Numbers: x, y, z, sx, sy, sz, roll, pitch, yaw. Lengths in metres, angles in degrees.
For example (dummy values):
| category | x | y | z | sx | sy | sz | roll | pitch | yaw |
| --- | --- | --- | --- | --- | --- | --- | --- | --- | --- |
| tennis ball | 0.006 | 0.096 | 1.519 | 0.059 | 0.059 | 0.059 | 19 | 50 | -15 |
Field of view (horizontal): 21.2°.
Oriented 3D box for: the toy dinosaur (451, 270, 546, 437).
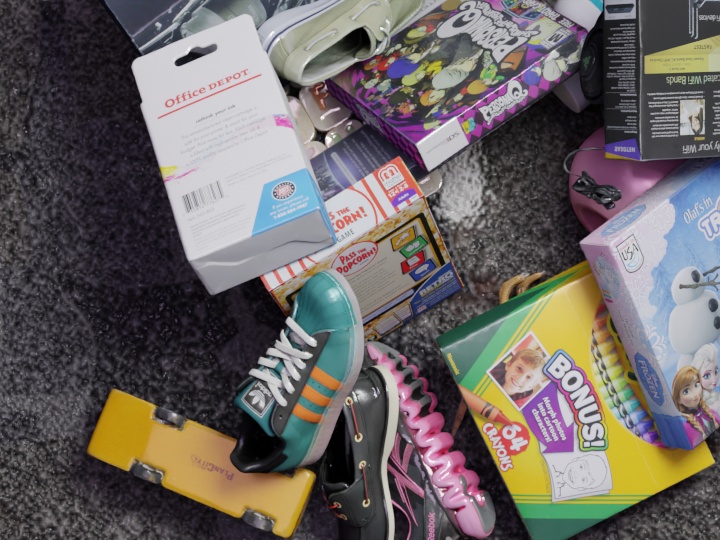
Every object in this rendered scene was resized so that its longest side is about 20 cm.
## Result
| category | x | y | z | sx | sy | sz | roll | pitch | yaw |
| --- | --- | --- | --- | --- | --- | --- | --- | --- | --- |
| toy dinosaur | 0.151 | 0.060 | 1.696 | 0.198 | 0.060 | 0.107 | -22 | 82 | 1 |

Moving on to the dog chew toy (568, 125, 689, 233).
| category | x | y | z | sx | sy | sz | roll | pitch | yaw |
| --- | --- | --- | --- | --- | --- | --- | --- | --- | --- |
| dog chew toy | 0.274 | -0.109 | 1.686 | 0.124 | 0.125 | 0.200 | 39 | 78 | 9 |

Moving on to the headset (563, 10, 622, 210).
| category | x | y | z | sx | sy | sz | roll | pitch | yaw |
| --- | --- | --- | --- | --- | --- | --- | --- | --- | --- |
| headset | 0.236 | -0.147 | 1.579 | 0.123 | 0.094 | 0.201 | 31 | 94 | -23 |

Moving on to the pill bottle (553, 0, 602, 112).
| category | x | y | z | sx | sy | sz | roll | pitch | yaw |
| --- | --- | --- | --- | --- | --- | --- | --- | --- | --- |
| pill bottle | 0.247 | -0.230 | 1.707 | 0.200 | 0.111 | 0.111 | -40 | 80 | -3 |

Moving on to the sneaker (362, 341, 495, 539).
| category | x | y | z | sx | sy | sz | roll | pitch | yaw |
| --- | --- | --- | --- | --- | --- | --- | --- | --- | --- |
| sneaker | 0.035 | 0.161 | 1.689 | 0.095 | 0.079 | 0.201 | -33 | 75 | 20 |

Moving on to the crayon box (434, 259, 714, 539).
| category | x | y | z | sx | sy | sz | roll | pitch | yaw |
| --- | --- | --- | --- | --- | --- | --- | --- | --- | --- |
| crayon box | 0.184 | 0.112 | 1.657 | 0.171 | 0.058 | 0.201 | -27 | 99 | 0 |

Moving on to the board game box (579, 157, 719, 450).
| category | x | y | z | sx | sy | sz | roll | pitch | yaw |
| --- | --- | --- | --- | --- | --- | --- | --- | --- | --- |
| board game box | 0.298 | 0.012 | 1.618 | 0.199 | 0.043 | 0.200 | -36 | 110 | -27 |

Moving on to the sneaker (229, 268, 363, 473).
| category | x | y | z | sx | sy | sz | roll | pitch | yaw |
| --- | --- | --- | --- | --- | --- | --- | --- | --- | --- |
| sneaker | -0.056 | 0.091 | 1.572 | 0.079 | 0.201 | 0.071 | -16 | 45 | -38 |

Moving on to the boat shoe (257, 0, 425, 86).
| category | x | y | z | sx | sy | sz | roll | pitch | yaw |
| --- | --- | --- | --- | --- | --- | --- | --- | --- | --- |
| boat shoe | -0.007 | -0.207 | 1.668 | 0.199 | 0.072 | 0.062 | -31 | 58 | -34 |

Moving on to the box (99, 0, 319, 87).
| category | x | y | z | sx | sy | sz | roll | pitch | yaw |
| --- | --- | --- | --- | --- | --- | --- | --- | --- | --- |
| box | -0.118 | -0.249 | 1.682 | 0.196 | 0.200 | 0.124 | -36 | 62 | -1 |

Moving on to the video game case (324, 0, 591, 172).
| category | x | y | z | sx | sy | sz | roll | pitch | yaw |
| --- | --- | --- | --- | --- | --- | --- | --- | --- | --- |
| video game case | 0.081 | -0.180 | 1.672 | 0.181 | 0.200 | 0.036 | -34 | 125 | -8 |

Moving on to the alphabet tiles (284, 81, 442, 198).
| category | x | y | z | sx | sy | sz | roll | pitch | yaw |
| --- | --- | --- | --- | --- | --- | --- | --- | --- | --- |
| alphabet tiles | -0.020 | -0.132 | 1.761 | 0.199 | 0.015 | 0.197 | -29 | 80 | 0 |

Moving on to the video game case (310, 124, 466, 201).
| category | x | y | z | sx | sy | sz | roll | pitch | yaw |
| --- | --- | --- | --- | --- | --- | --- | --- | --- | --- |
| video game case | -0.012 | -0.080 | 1.682 | 0.199 | 0.143 | 0.019 | -33 | 115 | 0 |

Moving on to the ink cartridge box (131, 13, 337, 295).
| category | x | y | z | sx | sy | sz | roll | pitch | yaw |
| --- | --- | --- | --- | --- | --- | --- | --- | --- | --- |
| ink cartridge box | -0.105 | -0.097 | 1.565 | 0.114 | 0.068 | 0.201 | -21 | 62 | 4 |

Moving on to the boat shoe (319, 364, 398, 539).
| category | x | y | z | sx | sy | sz | roll | pitch | yaw |
| --- | --- | --- | --- | --- | --- | --- | --- | --- | --- |
| boat shoe | -0.008 | 0.181 | 1.655 | 0.063 | 0.074 | 0.203 | -8 | 110 | -27 |

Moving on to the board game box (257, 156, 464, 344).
| category | x | y | z | sx | sy | sz | roll | pitch | yaw |
| --- | --- | --- | --- | --- | --- | --- | --- | --- | --- |
| board game box | 0.000 | 0.000 | 1.643 | 0.151 | 0.200 | 0.046 | -31 | 64 | -2 |

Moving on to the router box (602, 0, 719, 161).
| category | x | y | z | sx | sy | sz | roll | pitch | yaw |
| --- | --- | --- | --- | --- | --- | --- | --- | --- | --- |
| router box | 0.289 | -0.172 | 1.550 | 0.198 | 0.052 | 0.159 | -4 | 96 | -29 |

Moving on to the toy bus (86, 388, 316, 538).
| category | x | y | z | sx | sy | sz | roll | pitch | yaw |
| --- | --- | --- | --- | --- | --- | --- | --- | --- | --- |
| toy bus | -0.138 | 0.171 | 1.691 | 0.198 | 0.078 | 0.066 | 22 | 82 | 7 |
